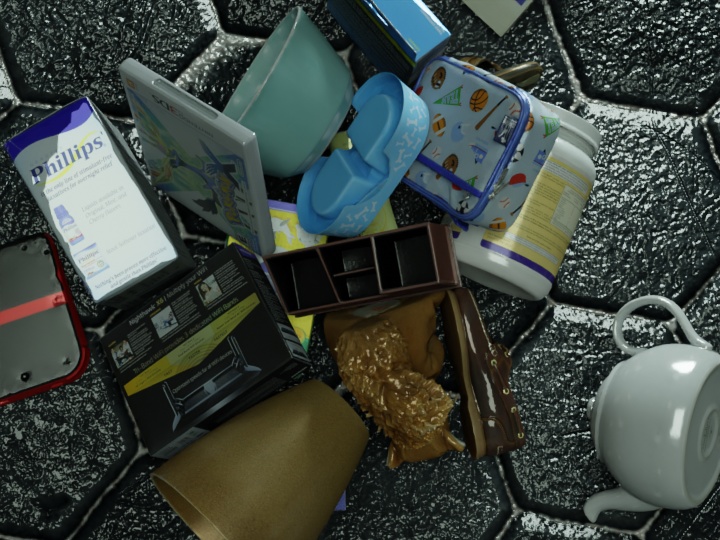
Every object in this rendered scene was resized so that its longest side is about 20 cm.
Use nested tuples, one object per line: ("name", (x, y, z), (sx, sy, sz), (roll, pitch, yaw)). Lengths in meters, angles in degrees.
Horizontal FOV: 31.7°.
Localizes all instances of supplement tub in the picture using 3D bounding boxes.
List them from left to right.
("supplement tub", (0.181, -0.082, 1.445), (0.145, 0.145, 0.200), (24, 85, -1))

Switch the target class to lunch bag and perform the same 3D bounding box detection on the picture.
("lunch bag", (0.116, -0.134, 1.369), (0.075, 0.200, 0.160), (19, 103, -38))

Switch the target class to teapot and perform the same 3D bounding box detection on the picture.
("teapot", (0.327, 0.164, 1.434), (0.146, 0.198, 0.200), (12, 48, 34))

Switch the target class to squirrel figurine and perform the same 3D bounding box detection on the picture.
("squirrel figurine", (0.041, 0.134, 1.395), (0.141, 0.200, 0.187), (-14, 101, 11))

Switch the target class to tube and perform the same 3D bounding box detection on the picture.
("tube", (0.010, -0.066, 1.484), (0.052, 0.058, 0.200), (-14, 92, -47))

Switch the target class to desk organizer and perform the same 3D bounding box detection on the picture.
("desk organizer", (0.000, 0.000, 1.380), (0.200, 0.077, 0.072), (-11, 85, 19))

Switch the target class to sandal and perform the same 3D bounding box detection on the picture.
("sandal", (0.116, -0.219, 1.492), (0.200, 0.082, 0.055), (-15, 80, 3))

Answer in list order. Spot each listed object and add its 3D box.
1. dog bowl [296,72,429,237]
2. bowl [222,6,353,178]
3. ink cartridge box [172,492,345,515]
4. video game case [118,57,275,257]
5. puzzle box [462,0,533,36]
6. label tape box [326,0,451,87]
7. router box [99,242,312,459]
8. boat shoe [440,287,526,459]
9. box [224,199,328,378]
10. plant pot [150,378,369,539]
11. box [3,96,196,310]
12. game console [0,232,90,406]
("dog bowl", (0.004, -0.121, 1.401), (0.050, 0.112, 0.200), (22, 114, -34))
("bowl", (-0.081, -0.184, 1.425), (0.105, 0.201, 0.201), (31, 84, -16))
("ink cartridge box", (-0.116, 0.232, 1.459), (0.200, 0.037, 0.095), (0, 86, -5))
("video game case", (-0.175, -0.118, 1.377), (0.182, 0.200, 0.022), (33, 63, 23))
("puzzle box", (0.135, -0.386, 1.483), (0.200, 0.133, 0.025), (44, 43, 0))
("label tape box", (0.031, -0.289, 1.425), (0.063, 0.200, 0.144), (-40, 89, -6))
("router box", (-0.174, 0.090, 1.404), (0.200, 0.052, 0.157), (-34, 65, 13))
("boat shoe", (0.142, 0.115, 1.468), (0.070, 0.070, 0.200), (-12, 93, -9))
("box", (-0.106, 0.020, 1.470), (0.117, 0.048, 0.200), (9, 87, -3))
("plant pot", (-0.089, 0.219, 1.368), (0.200, 0.186, 0.186), (-43, 89, -18))
("box", (-0.281, -0.067, 1.398), (0.105, 0.184, 0.200), (-30, 87, -3))
("game console", (-0.426, 0.067, 1.460), (0.200, 0.031, 0.177), (-19, 82, -5))
